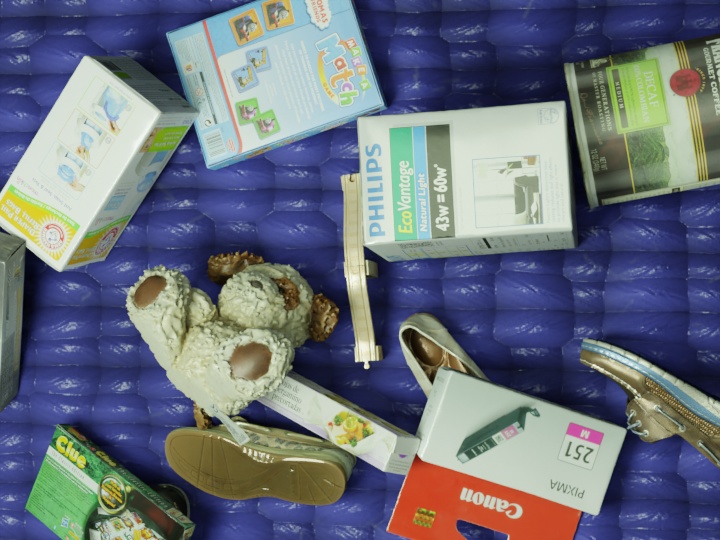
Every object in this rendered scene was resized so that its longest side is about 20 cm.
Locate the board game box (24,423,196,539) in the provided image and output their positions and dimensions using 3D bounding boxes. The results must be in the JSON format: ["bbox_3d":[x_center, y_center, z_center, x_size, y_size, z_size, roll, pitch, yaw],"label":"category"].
[{"bbox_3d":[-0.261,0.254,1.703,0.199,0.023,0.105,33,109,29],"label":"board game box"}]

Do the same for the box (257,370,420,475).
[{"bbox_3d":[-0.025,0.149,1.654,0.199,0.041,0.039,24,94,43],"label":"box"}]

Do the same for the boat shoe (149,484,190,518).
[{"bbox_3d":[-0.214,0.326,1.718,0.073,0.063,0.203,2,89,8],"label":"boat shoe"}]

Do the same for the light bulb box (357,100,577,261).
[{"bbox_3d":[0.109,-0.082,1.611,0.198,0.198,0.126,-3,85,8],"label":"light bulb box"}]

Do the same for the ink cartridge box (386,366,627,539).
[{"bbox_3d":[0.144,0.207,1.635,0.199,0.044,0.175,19,90,-14],"label":"ink cartridge box"}]

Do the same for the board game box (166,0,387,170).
[{"bbox_3d":[-0.088,-0.210,1.731,0.198,0.037,0.152,-18,85,10],"label":"board game box"}]

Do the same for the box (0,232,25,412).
[{"bbox_3d":[-0.433,0.038,1.723,0.157,0.048,0.201,16,124,10],"label":"box"}]

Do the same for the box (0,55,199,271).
[{"bbox_3d":[-0.275,-0.111,1.706,0.101,0.112,0.201,37,104,9],"label":"box"}]

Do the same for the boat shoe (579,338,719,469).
[{"bbox_3d":[0.298,0.136,1.634,0.199,0.072,0.073,29,94,9],"label":"boat shoe"}]

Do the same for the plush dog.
[{"bbox_3d":[-0.114,0.062,1.670,0.199,0.161,0.172,30,57,29],"label":"plush dog"}]

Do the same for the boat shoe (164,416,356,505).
[{"bbox_3d":[-0.104,0.196,1.711,0.198,0.063,0.074,11,115,12],"label":"boat shoe"}]

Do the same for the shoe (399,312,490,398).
[{"bbox_3d":[0.103,0.130,1.676,0.070,0.053,0.200,-39,82,6],"label":"shoe"}]

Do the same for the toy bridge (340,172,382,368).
[{"bbox_3d":[0.000,0.000,1.692,0.027,0.067,0.202,-5,86,9],"label":"toy bridge"}]

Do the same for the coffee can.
[{"bbox_3d":[0.308,-0.149,1.607,0.198,0.146,0.148,-11,86,9],"label":"coffee can"}]
